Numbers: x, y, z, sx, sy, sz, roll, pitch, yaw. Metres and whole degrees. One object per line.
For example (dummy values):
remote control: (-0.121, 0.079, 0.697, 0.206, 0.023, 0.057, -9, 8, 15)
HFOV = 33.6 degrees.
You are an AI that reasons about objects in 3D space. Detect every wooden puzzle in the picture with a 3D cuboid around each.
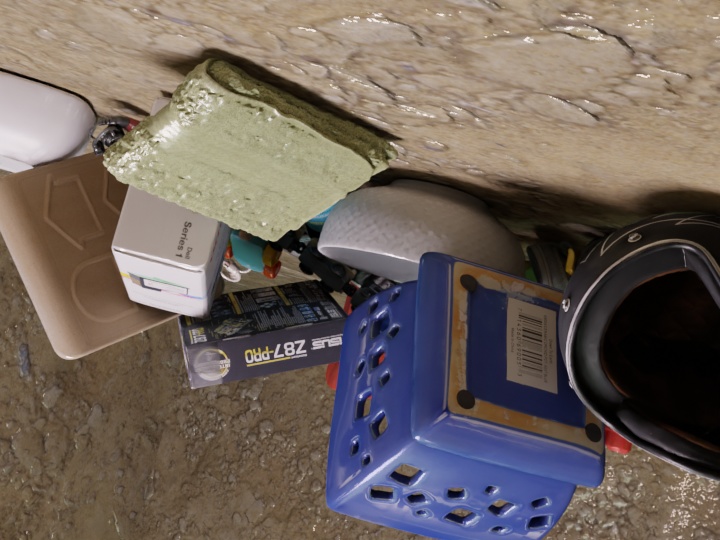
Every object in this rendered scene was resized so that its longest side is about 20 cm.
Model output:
wooden puzzle: (-0.253, -0.024, 1.190, 0.200, 0.186, 0.046, -24, 179, -42)

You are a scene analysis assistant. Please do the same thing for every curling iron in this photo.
curling iron: (-0.195, -0.122, 1.178, 0.049, 0.026, 0.200, -23, 166, 26)

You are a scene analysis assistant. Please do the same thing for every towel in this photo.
towel: (-0.084, -0.088, 0.927, 0.200, 0.037, 0.148, 19, 139, -43)

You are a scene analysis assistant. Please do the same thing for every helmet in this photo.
helmet: (0.252, 0.048, 0.901, 0.191, 0.200, 0.200, 36, -171, 39)

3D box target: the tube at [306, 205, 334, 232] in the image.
tube: (-0.050, -0.084, 1.130, 0.077, 0.051, 0.200, -9, 167, 7)

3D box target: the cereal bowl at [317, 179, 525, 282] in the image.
cereal bowl: (0.063, -0.032, 1.119, 0.199, 0.084, 0.200, 15, 173, 2)

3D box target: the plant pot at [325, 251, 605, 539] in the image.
plant pot: (0.099, 0.106, 1.015, 0.199, 0.201, 0.180, 17, 145, -17)

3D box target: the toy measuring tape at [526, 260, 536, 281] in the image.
toy measuring tape: (0.169, 0.011, 1.268, 0.073, 0.074, 0.200, 13, -163, 21)

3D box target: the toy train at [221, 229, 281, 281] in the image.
toy train: (-0.163, -0.069, 1.317, 0.150, 0.056, 0.200, 2, 143, 45)

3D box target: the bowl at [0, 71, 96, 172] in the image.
bowl: (-0.371, -0.149, 1.192, 0.199, 0.075, 0.200, 17, 175, -9)

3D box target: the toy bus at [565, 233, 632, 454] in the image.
toy bus: (0.274, 0.075, 1.076, 0.135, 0.193, 0.200, 22, 169, -38)

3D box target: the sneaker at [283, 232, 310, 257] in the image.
sneaker: (-0.120, -0.068, 1.386, 0.199, 0.076, 0.079, 10, 161, -6)

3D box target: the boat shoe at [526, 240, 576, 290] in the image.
boat shoe: (0.221, 0.010, 1.221, 0.065, 0.075, 0.202, -24, 156, 17)

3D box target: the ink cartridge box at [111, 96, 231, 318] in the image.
ink cartridge box: (-0.161, -0.051, 1.086, 0.084, 0.145, 0.200, 14, 166, -3)

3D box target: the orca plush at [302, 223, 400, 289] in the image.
orca plush: (0.000, 0.000, 1.249, 0.105, 0.200, 0.071, -29, -179, 22)

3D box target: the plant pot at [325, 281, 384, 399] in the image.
plant pot: (0.064, 0.060, 1.369, 0.199, 0.201, 0.176, 14, 175, 9)

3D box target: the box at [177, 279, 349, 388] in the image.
box: (-0.101, 0.058, 1.206, 0.161, 0.049, 0.200, -8, -168, -11)

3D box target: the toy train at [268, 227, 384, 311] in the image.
toy train: (-0.036, -0.008, 1.202, 0.200, 0.034, 0.046, 38, -150, 7)
